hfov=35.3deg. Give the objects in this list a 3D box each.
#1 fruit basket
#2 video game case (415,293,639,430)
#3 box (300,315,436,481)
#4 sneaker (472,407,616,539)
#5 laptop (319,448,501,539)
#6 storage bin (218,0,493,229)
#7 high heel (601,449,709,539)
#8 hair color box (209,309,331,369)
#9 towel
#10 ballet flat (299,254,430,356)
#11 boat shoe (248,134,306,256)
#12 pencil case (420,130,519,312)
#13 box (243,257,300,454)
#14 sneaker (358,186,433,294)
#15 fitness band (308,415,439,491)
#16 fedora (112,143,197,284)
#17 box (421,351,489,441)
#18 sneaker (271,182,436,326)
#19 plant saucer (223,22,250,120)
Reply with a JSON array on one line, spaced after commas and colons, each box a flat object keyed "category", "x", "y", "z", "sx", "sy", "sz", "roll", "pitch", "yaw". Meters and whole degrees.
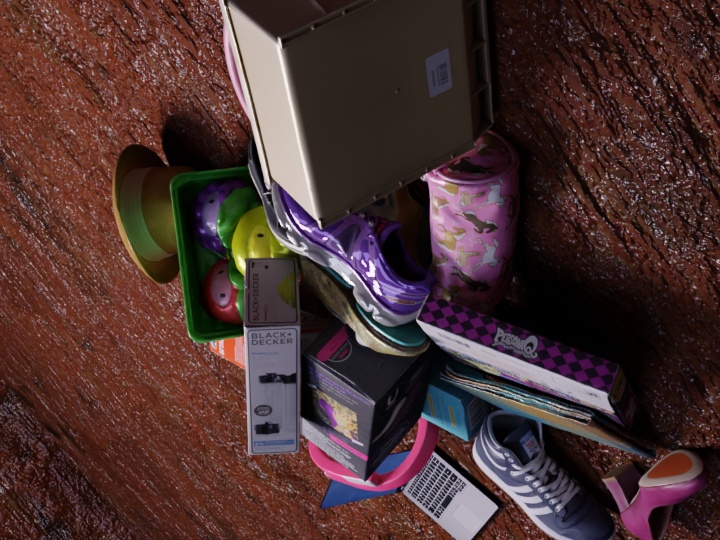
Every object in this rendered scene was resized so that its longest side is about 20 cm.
[{"category": "fruit basket", "x": -0.135, "y": -0.023, "z": 1.327, "sx": 0.216, "sy": 0.155, "sz": 0.216, "roll": 173, "pitch": 90, "yaw": -75}, {"category": "video game case", "x": 0.170, "y": 0.094, "z": 1.126, "sx": 0.200, "sy": 0.036, "sz": 0.181, "roll": 20, "pitch": 170, "yaw": 25}, {"category": "box", "x": 0.006, "y": 0.132, "z": 1.302, "sx": 0.106, "sy": 0.122, "sz": 0.200, "roll": 34, "pitch": 149, "yaw": 18}, {"category": "sneaker", "x": 0.215, "y": 0.238, "z": 1.319, "sx": 0.200, "sy": 0.070, "sz": 0.109, "roll": 37, "pitch": 152, "yaw": 23}, {"category": "laptop", "x": 0.065, "y": 0.331, "z": 1.590, "sx": 0.200, "sy": 0.116, "sz": 0.187, "roll": 40, "pitch": 151, "yaw": 12}, {"category": "storage bin", "x": 0.007, "y": -0.171, "z": 0.953, "sx": 0.094, "sy": 0.198, "sz": 0.200, "roll": 45, "pitch": 157, "yaw": 40}, {"category": "high heel", "x": 0.326, "y": 0.243, "z": 1.177, "sx": 0.096, "sy": 0.067, "sz": 0.200, "roll": 55, "pitch": 167, "yaw": 4}, {"category": "hair color box", "x": -0.115, "y": 0.087, "z": 1.472, "sx": 0.200, "sy": 0.111, "sz": 0.064, "roll": 12, "pitch": 105, "yaw": 63}, {"category": "towel", "x": 0.199, "y": 0.149, "z": 1.206, "sx": 0.200, "sy": 0.022, "sz": 0.147, "roll": 14, "pitch": 170, "yaw": 46}, {"category": "ballet flat", "x": 0.001, "y": 0.040, "z": 1.199, "sx": 0.200, "sy": 0.071, "sz": 0.071, "roll": 44, "pitch": 155, "yaw": 34}, {"category": "boat shoe", "x": -0.075, "y": -0.088, "z": 1.238, "sx": 0.062, "sy": 0.074, "sz": 0.200, "roll": 84, "pitch": 161, "yaw": -46}, {"category": "pencil case", "x": 0.106, "y": -0.043, "z": 1.094, "sx": 0.086, "sy": 0.083, "sz": 0.200, "roll": 30, "pitch": 148, "yaw": 27}, {"category": "box", "x": -0.098, "y": 0.097, "z": 1.264, "sx": 0.060, "sy": 0.117, "sz": 0.200, "roll": -1, "pitch": 129, "yaw": -4}, {"category": "sneaker", "x": 0.026, "y": -0.055, "z": 1.212, "sx": 0.088, "sy": 0.075, "sz": 0.200, "roll": 9, "pitch": 127, "yaw": 60}, {"category": "fitness band", "x": 0.017, "y": 0.212, "z": 1.474, "sx": 0.200, "sy": 0.144, "sz": 0.037, "roll": 5, "pitch": 150, "yaw": 47}, {"category": "fedora", "x": -0.245, "y": -0.080, "z": 1.466, "sx": 0.082, "sy": 0.201, "sz": 0.201, "roll": -13, "pitch": 124, "yaw": 16}, {"category": "box", "x": 0.064, "y": 0.131, "z": 1.405, "sx": 0.200, "sy": 0.049, "sz": 0.082, "roll": 24, "pitch": 144, "yaw": 35}, {"category": "sneaker", "x": -0.001, "y": -0.039, "z": 1.134, "sx": 0.200, "sy": 0.081, "sz": 0.083, "roll": 42, "pitch": 130, "yaw": 5}, {"category": "plant saucer", "x": -0.057, "y": -0.196, "z": 1.124, "sx": 0.200, "sy": 0.051, "sz": 0.201, "roll": 36, "pitch": 142, "yaw": 34}]
